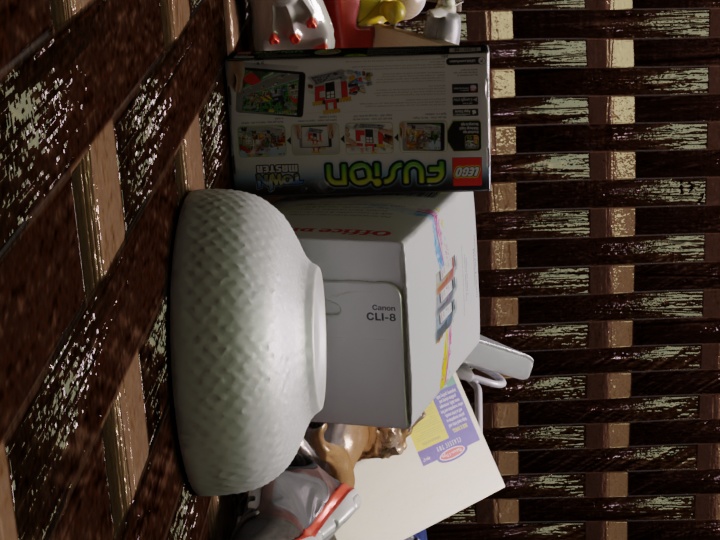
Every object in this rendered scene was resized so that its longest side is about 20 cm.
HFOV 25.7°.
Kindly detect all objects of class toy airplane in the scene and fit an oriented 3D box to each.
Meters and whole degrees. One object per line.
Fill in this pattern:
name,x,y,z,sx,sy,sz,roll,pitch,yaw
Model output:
toy airplane,0.007,-0.212,1.405,0.200,0.141,0.199,51,-30,7

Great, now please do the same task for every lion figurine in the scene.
lion figurine,-0.016,0.141,1.312,0.200,0.072,0.123,-49,130,-51

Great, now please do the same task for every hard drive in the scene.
hard drive,0.063,0.058,1.574,0.200,0.132,0.026,22,-87,58

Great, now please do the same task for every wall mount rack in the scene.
wall mount rack,0.054,0.117,1.548,0.075,0.200,0.174,-68,-159,11

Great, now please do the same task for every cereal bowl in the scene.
cereal bowl,-0.067,0.046,1.026,0.200,0.083,0.201,-1,90,-87

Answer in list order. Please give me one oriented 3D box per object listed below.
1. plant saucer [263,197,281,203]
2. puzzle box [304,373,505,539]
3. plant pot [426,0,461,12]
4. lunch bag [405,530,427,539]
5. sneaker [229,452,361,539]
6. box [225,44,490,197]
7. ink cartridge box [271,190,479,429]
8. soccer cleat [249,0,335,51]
plant saucer,-0.060,-0.061,1.396,0.200,0.035,0.201,-9,90,-83
puzzle box,0.031,0.173,1.426,0.025,0.200,0.133,-29,-98,52
plant pot,0.008,-0.356,1.580,0.200,0.183,0.201,-2,90,-86
lunch bag,-0.002,0.280,1.501,0.200,0.136,0.133,82,7,-52
sneaker,-0.071,0.182,1.133,0.077,0.082,0.200,-47,172,18
box,-0.001,-0.114,1.212,0.035,0.199,0.110,-81,169,-71
ink cartridge box,-0.003,0.018,1.216,0.200,0.145,0.145,-39,128,-65
soccer cleat,-0.063,-0.230,1.291,0.200,0.069,0.078,74,9,-52
